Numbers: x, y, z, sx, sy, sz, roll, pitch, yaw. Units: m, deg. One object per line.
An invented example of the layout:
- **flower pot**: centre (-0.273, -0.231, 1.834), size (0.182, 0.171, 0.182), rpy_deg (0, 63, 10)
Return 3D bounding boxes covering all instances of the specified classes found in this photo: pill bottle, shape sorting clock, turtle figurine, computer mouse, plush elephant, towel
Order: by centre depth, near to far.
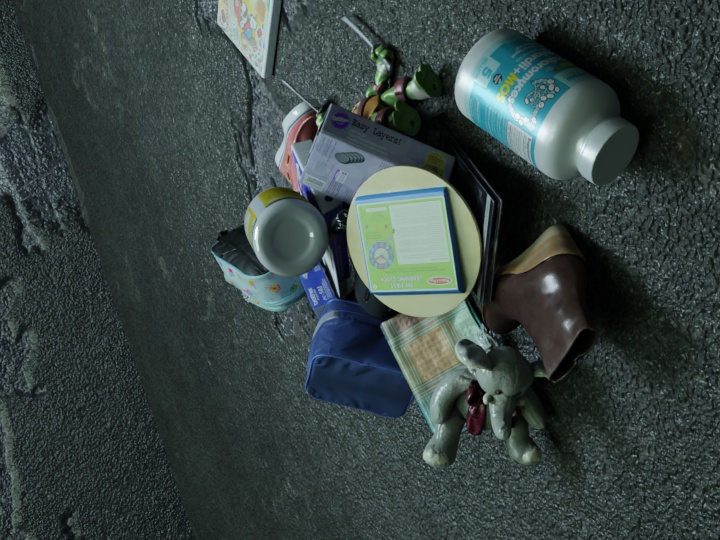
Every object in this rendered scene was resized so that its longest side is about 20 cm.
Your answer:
- **pill bottle**: centre (0.201, -0.172, 0.906), size (0.200, 0.110, 0.112), rpy_deg (44, 142, 36)
- **shape sorting clock**: centre (0.067, -0.036, 1.084), size (0.198, 0.039, 0.203), rpy_deg (11, 110, 32)
- **plush elephant**: centre (0.178, 0.162, 1.095), size (0.155, 0.162, 0.203), rpy_deg (114, 163, -78)
- **turtle figurine**: centre (0.003, -0.248, 1.160), size (0.193, 0.143, 0.203), rpy_deg (7, 117, 52)
- **computer mouse**: centre (0.000, 0.000, 1.212), size (0.140, 0.046, 0.201), rpy_deg (36, 153, 14)
- **towel**: centre (0.129, 0.133, 1.223), size (0.146, 0.022, 0.202), rpy_deg (-32, 76, 18)
- **pill bottle**: centre (-0.118, -0.066, 1.274), size (0.200, 0.110, 0.114), rpy_deg (-134, 31, -72)

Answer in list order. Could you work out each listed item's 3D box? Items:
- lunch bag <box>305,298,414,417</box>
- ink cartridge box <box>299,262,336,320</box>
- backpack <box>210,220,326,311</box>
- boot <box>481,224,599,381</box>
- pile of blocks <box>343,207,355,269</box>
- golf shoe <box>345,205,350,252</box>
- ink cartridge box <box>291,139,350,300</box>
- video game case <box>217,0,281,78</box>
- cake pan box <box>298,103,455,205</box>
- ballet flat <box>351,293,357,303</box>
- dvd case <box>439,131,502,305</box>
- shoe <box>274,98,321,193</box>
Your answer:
- **lunch bag**: centre (0.018, 0.135, 1.342), size (0.137, 0.197, 0.134), rpy_deg (112, 172, -49)
- **ink cartridge box**: centre (-0.056, 0.068, 1.459), size (0.201, 0.044, 0.095), rpy_deg (70, 176, -58)
- **backpack**: centre (-0.156, -0.017, 1.544), size (0.199, 0.175, 0.155), rpy_deg (22, 144, 53)
- **boot**: centre (0.210, 0.062, 1.014), size (0.201, 0.071, 0.168), rpy_deg (118, 157, -45)
- **pile of blocks**: centre (0.025, -0.022, 1.355), size (0.082, 0.061, 0.202), rpy_deg (106, 144, -64)
- **golf shoe**: centre (0.017, -0.127, 1.298), size (0.073, 0.090, 0.204), rpy_deg (36, -131, -84)
- **ink cartridge box**: centre (-0.054, -0.075, 1.362), size (0.199, 0.043, 0.202), rpy_deg (84, 167, -56)
- **video game case**: centre (-0.197, -0.474, 1.475), size (0.183, 0.023, 0.201), rpy_deg (52, 146, 29)
- **cake pan box**: centre (0.016, -0.135, 1.159), size (0.182, 0.053, 0.200), rpy_deg (24, 162, -4)
- **ballet flat**: centre (0.010, 0.095, 1.439), size (0.073, 0.072, 0.203), rpy_deg (25, 131, 51)
- **dvd case**: centre (0.138, -0.073, 1.101), size (0.201, 0.016, 0.151), rpy_deg (-113, 20, -54)
- **shoe**: centre (-0.090, -0.201, 1.424), size (0.092, 0.071, 0.200), rpy_deg (60, 155, 14)
